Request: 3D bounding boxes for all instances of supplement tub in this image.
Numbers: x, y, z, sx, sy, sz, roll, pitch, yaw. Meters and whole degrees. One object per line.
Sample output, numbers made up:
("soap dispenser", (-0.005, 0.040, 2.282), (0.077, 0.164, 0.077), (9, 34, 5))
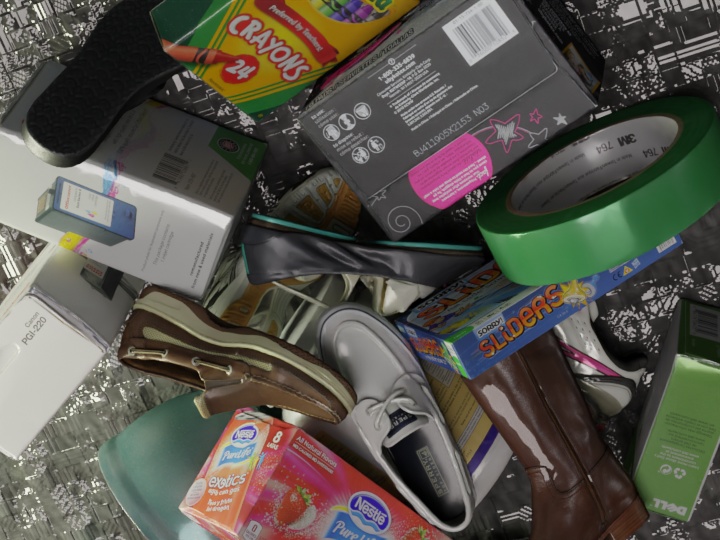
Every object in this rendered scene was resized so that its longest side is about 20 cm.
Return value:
("supplement tub", (0.025, 0.106, 1.696), (0.199, 0.146, 0.146), (35, 116, -7))

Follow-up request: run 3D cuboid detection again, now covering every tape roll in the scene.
("tape roll", (0.187, -0.062, 1.558), (0.199, 0.201, 0.048), (-23, 108, 19))

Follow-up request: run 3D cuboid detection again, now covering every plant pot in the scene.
("plant pot", (-0.106, 0.176, 1.738), (0.134, 0.200, 0.200), (-44, 102, 7))

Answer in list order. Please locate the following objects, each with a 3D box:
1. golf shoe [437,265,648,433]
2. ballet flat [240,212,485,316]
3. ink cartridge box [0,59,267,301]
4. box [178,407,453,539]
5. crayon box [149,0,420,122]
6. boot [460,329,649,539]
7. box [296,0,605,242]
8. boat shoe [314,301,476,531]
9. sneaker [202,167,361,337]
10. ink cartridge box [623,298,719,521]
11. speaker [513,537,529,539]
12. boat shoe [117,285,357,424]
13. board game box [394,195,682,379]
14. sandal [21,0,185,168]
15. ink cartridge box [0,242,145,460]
("golf shoe", (0.148, 0.045, 1.697), (0.200, 0.073, 0.092), (41, 89, -11))
("ballet flat", (0.000, 0.000, 1.624), (0.198, 0.073, 0.073), (7, 118, -14))
("ink cartridge box", (-0.191, -0.076, 1.647), (0.199, 0.146, 0.088), (23, 119, -3))
("box", (-0.032, 0.204, 1.635), (0.200, 0.095, 0.100), (40, 74, -33))
("crayon box", (-0.045, -0.212, 1.568), (0.199, 0.051, 0.127), (-35, 141, 17))
("boot", (0.122, 0.151, 1.606), (0.064, 0.186, 0.201), (-19, 102, 52))
("box", (0.071, -0.143, 1.588), (0.199, 0.115, 0.132), (-34, 104, 21))
("boat shoe", (0.033, 0.113, 1.591), (0.073, 0.065, 0.201), (-35, 98, 0))
("sneaker", (-0.080, -0.009, 1.702), (0.075, 0.088, 0.201), (34, 94, -30))
("ink cartridge box", (0.261, 0.137, 1.693), (0.059, 0.104, 0.201), (16, 117, 2))
("speaker", (0.064, 0.293, 1.816), (0.199, 0.081, 0.082), (-12, 113, 15))
("boat shoe", (-0.100, 0.085, 1.584), (0.201, 0.075, 0.075), (22, 160, 26))
("board game box", (0.136, 0.010, 1.589), (0.199, 0.135, 0.035), (-32, 104, -13))
("sandal", (-0.195, -0.151, 1.606), (0.075, 0.200, 0.048), (41, 148, 4))
("ink cartridge box", (-0.250, 0.040, 1.681), (0.085, 0.200, 0.146), (38, 116, -8))
